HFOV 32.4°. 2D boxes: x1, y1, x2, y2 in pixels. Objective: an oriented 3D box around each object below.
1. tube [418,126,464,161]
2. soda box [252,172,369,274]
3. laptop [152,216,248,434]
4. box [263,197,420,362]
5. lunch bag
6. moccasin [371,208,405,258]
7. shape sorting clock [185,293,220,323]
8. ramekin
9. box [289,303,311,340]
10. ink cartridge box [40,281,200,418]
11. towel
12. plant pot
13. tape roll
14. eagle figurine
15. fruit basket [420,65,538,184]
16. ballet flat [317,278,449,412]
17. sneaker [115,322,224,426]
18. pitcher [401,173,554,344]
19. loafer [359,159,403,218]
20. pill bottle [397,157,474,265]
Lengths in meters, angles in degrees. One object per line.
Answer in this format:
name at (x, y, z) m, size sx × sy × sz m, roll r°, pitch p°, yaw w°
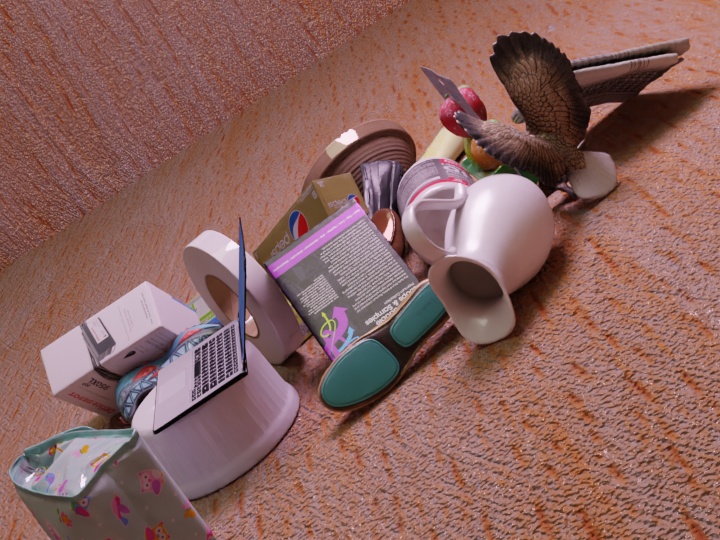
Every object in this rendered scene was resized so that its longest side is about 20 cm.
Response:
tube at (0.129, -0.185, 1.958) m, size 0.200 × 0.052 × 0.058 m, roll -53°, pitch -15°, yaw -33°
soda box at (-0.070, -0.049, 1.667) m, size 0.067 × 0.065 × 0.200 m, roll -15°, pitch -20°, yaw -37°
laptop at (-0.188, 0.060, 1.451) m, size 0.199 × 0.116 × 0.187 m, roll -33°, pitch 17°, yaw 3°
box at (-0.012, 0.023, 1.506) m, size 0.142 × 0.036 × 0.200 m, roll -35°, pitch 55°, yaw -4°
lunch bag at (-0.275, 0.260, 1.319) m, size 0.199 × 0.171 × 0.122 m, roll -9°, pitch 31°, yaw 47°
moccasin at (-0.001, 0.000, 1.578) m, size 0.073 × 0.078 × 0.203 m, roll -7°, pitch 48°, yaw 48°
shape sorting clock at (-0.233, 0.074, 1.937) m, size 0.199 × 0.039 × 0.201 m, roll -30°, pitch 22°, yaw 14°
ramekin at (-0.181, 0.173, 1.497) m, size 0.199 × 0.098 × 0.201 m, roll -31°, pitch 18°, yaw 11°
box at (-0.120, 0.061, 1.756) m, size 0.075 × 0.050 × 0.199 m, roll -42°, pitch 20°, yaw -25°
ink cartridge box at (-0.343, 0.121, 1.817) m, size 0.199 × 0.144 × 0.085 m, roll -32°, pitch 60°, yaw 12°
towel at (0.315, -0.243, 1.628) m, size 0.198 × 0.035 × 0.193 m, roll -15°, pitch -9°, yaw -15°
plant pot at (0.016, -0.115, 1.825) m, size 0.200 × 0.201 × 0.093 m, roll -37°, pitch 58°, yaw -8°
tape roll at (-0.157, 0.037, 1.639) m, size 0.037 × 0.204 × 0.202 m, roll -40°, pitch 19°, yaw -22°
eagle figurine at (0.208, -0.163, 1.491) m, size 0.150 × 0.200 × 0.153 m, roll -25°, pitch 49°, yaw 10°
fruit basket at (0.164, -0.191, 1.658) m, size 0.093 × 0.201 × 0.185 m, roll -34°, pitch 17°, yaw 0°
ballet flat at (0.034, 0.090, 1.404) m, size 0.200 × 0.069 × 0.063 m, roll -41°, pitch -8°, yaw -7°
sneaker at (-0.251, 0.157, 1.738) m, size 0.199 × 0.079 × 0.096 m, roll -36°, pitch 35°, yaw 7°
pitcher at (0.130, -0.041, 1.378) m, size 0.121 × 0.172 × 0.200 m, roll -30°, pitch 17°, yaw 38°
loafer at (0.017, -0.063, 1.701) m, size 0.069 × 0.068 × 0.203 m, roll 4°, pitch 61°, yaw 8°
pill bottle at (0.105, -0.085, 1.634) m, size 0.110 × 0.111 × 0.200 m, roll -31°, pitch 18°, yaw 7°
